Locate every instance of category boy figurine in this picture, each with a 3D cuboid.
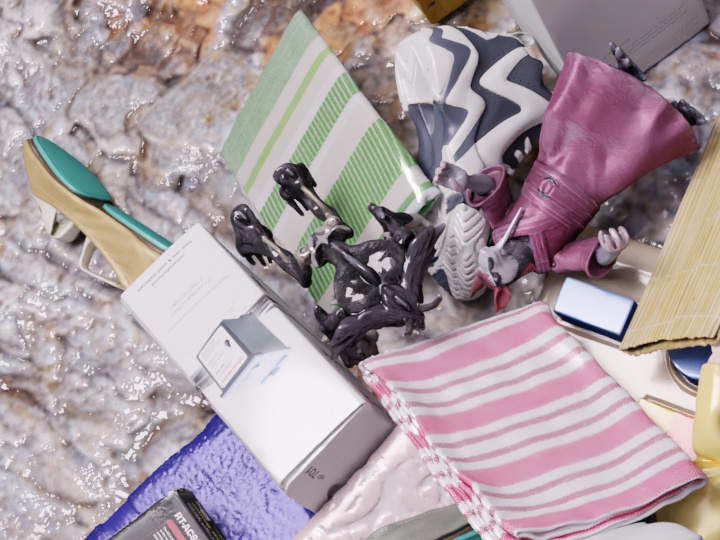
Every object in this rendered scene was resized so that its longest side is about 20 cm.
[{"bbox_3d":[0.261,0.099,1.147,0.200,0.124,0.064,-60,24,-9],"label":"boy figurine"}]

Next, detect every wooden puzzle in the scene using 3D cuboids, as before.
[{"bbox_3d":[0.187,0.074,1.221,0.185,0.046,0.200,20,77,28],"label":"wooden puzzle"}]

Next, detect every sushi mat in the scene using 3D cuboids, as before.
[{"bbox_3d":[0.242,-0.033,1.190,0.096,0.012,0.200,-13,47,60],"label":"sushi mat"}]

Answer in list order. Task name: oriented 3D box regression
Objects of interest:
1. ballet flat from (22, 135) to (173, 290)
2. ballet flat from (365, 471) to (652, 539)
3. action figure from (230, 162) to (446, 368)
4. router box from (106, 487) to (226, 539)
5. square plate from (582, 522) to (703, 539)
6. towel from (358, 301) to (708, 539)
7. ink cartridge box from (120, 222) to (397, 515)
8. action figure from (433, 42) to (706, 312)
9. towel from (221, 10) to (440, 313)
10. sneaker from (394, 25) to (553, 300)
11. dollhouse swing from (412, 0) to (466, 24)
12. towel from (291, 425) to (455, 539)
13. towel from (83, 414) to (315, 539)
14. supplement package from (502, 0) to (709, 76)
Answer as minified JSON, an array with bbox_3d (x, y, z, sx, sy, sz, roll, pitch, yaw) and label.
[{"bbox_3d":[-0.219,-0.037,1.424,0.200,0.069,0.063,39,100,31],"label":"ballet flat"},{"bbox_3d":[0.092,0.160,1.135,0.200,0.067,0.064,-15,24,-22],"label":"ballet flat"},{"bbox_3d":[0.000,0.000,1.224,0.119,0.102,0.200,-52,47,1],"label":"action figure"},{"bbox_3d":[-0.125,0.271,1.211,0.150,0.062,0.200,-36,82,1],"label":"router box"},{"bbox_3d":[0.105,0.195,1.071,0.198,0.200,0.028,-19,74,2],"label":"square plate"},{"bbox_3d":[0.107,0.095,1.133,0.146,0.030,0.200,-17,43,-22],"label":"towel"},{"bbox_3d":[-0.059,0.079,1.260,0.086,0.146,0.200,-46,60,-1],"label":"ink cartridge box"},{"bbox_3d":[0.138,-0.061,1.243,0.134,0.149,0.200,38,98,7],"label":"action figure"},{"bbox_3d":[-0.028,-0.074,1.343,0.200,0.023,0.153,55,129,31],"label":"towel"},{"bbox_3d":[0.103,-0.085,1.306,0.129,0.079,0.199,-13,93,-27],"label":"sneaker"},{"bbox_3d":[0.079,-0.329,1.377,0.200,0.182,0.176,-35,71,5],"label":"dollhouse swing"},{"bbox_3d":[0.061,0.204,1.186,0.191,0.032,0.200,43,89,5],"label":"towel"},{"bbox_3d":[-0.122,0.218,1.289,0.200,0.050,0.148,-44,67,-1],"label":"towel"},{"bbox_3d":[0.156,-0.228,1.273,0.117,0.200,0.117,-36,60,5],"label":"supplement package"}]
